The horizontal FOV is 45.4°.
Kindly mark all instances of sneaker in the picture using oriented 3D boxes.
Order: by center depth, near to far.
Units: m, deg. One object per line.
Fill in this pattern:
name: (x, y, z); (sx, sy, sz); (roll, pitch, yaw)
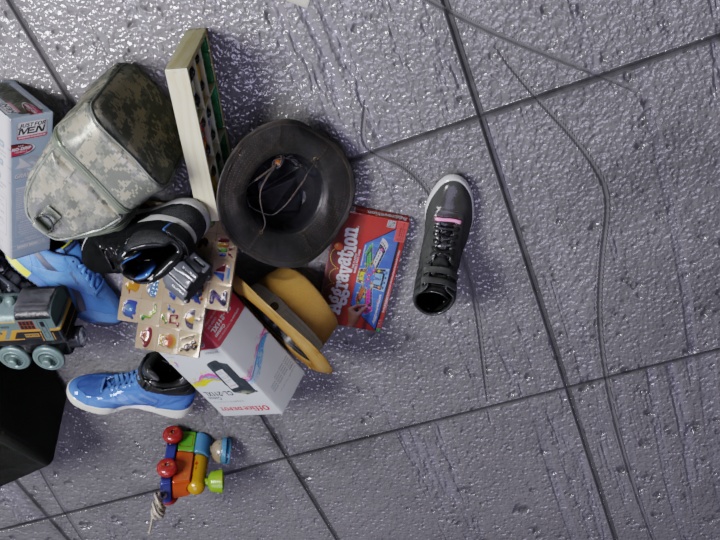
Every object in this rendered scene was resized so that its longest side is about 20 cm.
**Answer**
sneaker: (-0.285, -0.023, 1.048); (0.198, 0.112, 0.074); (-18, 117, 26)
sneaker: (0.115, -0.025, 1.173); (0.070, 0.100, 0.202); (9, 125, -2)
sneaker: (-0.410, 0.005, 1.237); (0.078, 0.066, 0.200); (-38, 116, 21)
sneaker: (-0.355, 0.170, 1.343); (0.197, 0.077, 0.112); (10, 132, -10)

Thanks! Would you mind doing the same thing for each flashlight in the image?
flashlight: (-0.291, -0.034, 1.150); (0.199, 0.068, 0.068); (39, 149, 12)

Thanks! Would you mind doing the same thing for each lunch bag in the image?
lunch bag: (-0.316, -0.138, 1.052); (0.167, 0.201, 0.140); (-32, 117, 19)

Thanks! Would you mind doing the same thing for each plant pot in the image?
plant pot: (-0.575, 0.223, 1.334); (0.198, 0.201, 0.178); (-25, 133, 19)

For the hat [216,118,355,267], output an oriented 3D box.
hat: (-0.109, -0.105, 1.125); (0.198, 0.081, 0.204); (-13, 114, -29)

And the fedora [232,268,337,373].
fedora: (-0.095, 0.057, 1.227); (0.082, 0.200, 0.201); (-46, 119, -13)

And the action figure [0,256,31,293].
action figure: (-0.562, 0.030, 1.241); (0.199, 0.105, 0.193); (38, 129, -19)

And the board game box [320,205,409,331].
board game box: (0.000, 0.000, 1.245); (0.101, 0.020, 0.202); (11, 126, -4)

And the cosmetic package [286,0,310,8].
cosmetic package: (-0.136, -0.366, 0.935); (0.197, 0.106, 0.072); (18, 125, -9)

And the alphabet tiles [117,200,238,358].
alphabet tiles: (-0.248, 0.012, 1.168); (0.165, 0.008, 0.203); (7, 87, 17)

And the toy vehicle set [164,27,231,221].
toy vehicle set: (-0.194, -0.178, 1.059); (0.026, 0.125, 0.202); (-3, 126, 4)

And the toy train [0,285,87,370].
toy train: (-0.487, 0.078, 1.205); (0.197, 0.086, 0.115); (-2, 132, 6)

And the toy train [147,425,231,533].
toy train: (-0.273, 0.347, 1.397); (0.114, 0.201, 0.086); (3, 127, -5)

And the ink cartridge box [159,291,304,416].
ink cartridge box: (-0.200, 0.123, 1.271); (0.144, 0.083, 0.201); (-11, 129, 41)

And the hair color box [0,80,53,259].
hair color box: (-0.448, -0.128, 1.108); (0.099, 0.060, 0.202); (35, 128, 30)
